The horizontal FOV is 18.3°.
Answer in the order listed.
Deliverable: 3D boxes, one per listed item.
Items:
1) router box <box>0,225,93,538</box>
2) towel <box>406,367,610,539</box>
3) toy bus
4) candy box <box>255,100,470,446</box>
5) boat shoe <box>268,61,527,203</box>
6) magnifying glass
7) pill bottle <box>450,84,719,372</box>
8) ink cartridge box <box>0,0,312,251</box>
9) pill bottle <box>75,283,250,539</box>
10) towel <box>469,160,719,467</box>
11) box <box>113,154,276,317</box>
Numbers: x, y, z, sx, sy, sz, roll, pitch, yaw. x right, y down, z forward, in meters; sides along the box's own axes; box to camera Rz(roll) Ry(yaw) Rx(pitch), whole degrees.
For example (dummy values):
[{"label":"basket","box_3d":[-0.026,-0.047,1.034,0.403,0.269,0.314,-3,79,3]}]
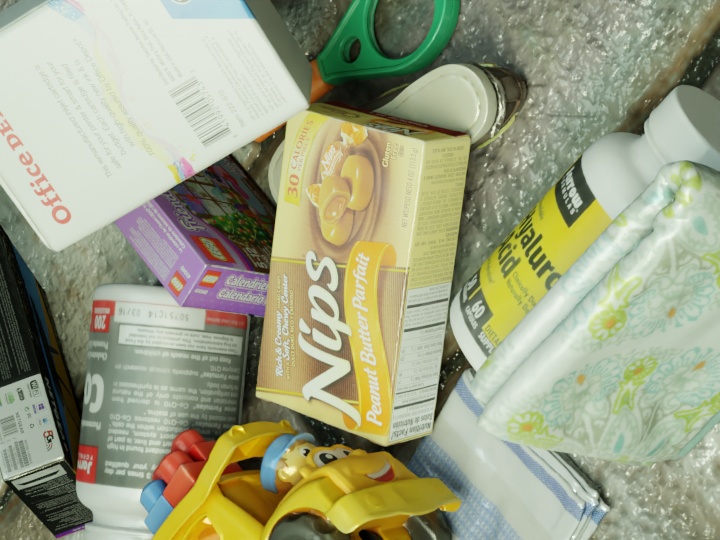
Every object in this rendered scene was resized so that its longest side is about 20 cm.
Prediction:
[{"label":"router box","box_3d":[-0.247,0.081,1.653,0.051,0.149,0.201,-19,66,-1]},{"label":"towel","box_3d":[0.064,0.180,1.439,0.147,0.024,0.201,46,114,37]},{"label":"toy bus","box_3d":[-0.060,0.164,1.439,0.192,0.135,0.200,50,118,26]},{"label":"candy box","box_3d":[0.000,0.000,1.447,0.115,0.055,0.201,18,108,37]},{"label":"boat shoe","box_3d":[0.023,-0.086,1.490,0.199,0.059,0.072,-25,83,39]},{"label":"magnifying glass","box_3d":[-0.009,-0.149,1.555,0.200,0.022,0.080,-33,64,32]},{"label":"pill bottle","box_3d":[0.153,-0.011,1.327,0.200,0.111,0.112,-49,55,25]},{"label":"ink cartridge box","box_3d":[-0.151,-0.126,1.433,0.199,0.145,0.085,-29,20,11]},{"label":"pill bottle","box_3d":[-0.141,0.114,1.573,0.113,0.114,0.201,2,85,42]},{"label":"towel","box_3d":[0.176,0.032,1.260,0.200,0.171,0.048,-49,49,26]},{"label":"box","box_3d":[-0.117,-0.044,1.558,0.200,0.136,0.039,49,116,34]}]
